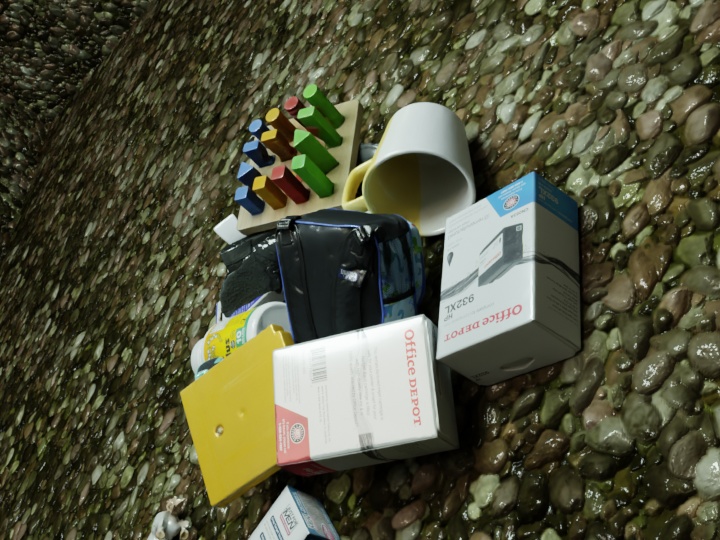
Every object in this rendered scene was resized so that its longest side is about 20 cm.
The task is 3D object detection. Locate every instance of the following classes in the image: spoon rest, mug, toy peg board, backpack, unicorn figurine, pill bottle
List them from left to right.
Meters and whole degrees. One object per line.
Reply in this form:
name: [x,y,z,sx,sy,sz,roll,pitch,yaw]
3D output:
unicorn figurine: [-0.326,0.445,1.433,0.200,0.074,0.137,-53,18,-17]
spoon rest: [-0.192,-0.031,1.541,0.099,0.200,0.061,-39,74,-5]
pill bottle: [-0.178,0.124,1.437,0.200,0.113,0.113,-21,48,46]
toy peg board: [-0.113,-0.179,1.407,0.199,0.098,0.200,-11,55,29]
backpack: [-0.004,0.023,1.206,0.183,0.147,0.200,7,106,39]
mug: [0.068,-0.154,1.269,0.150,0.186,0.153,88,-171,-45]

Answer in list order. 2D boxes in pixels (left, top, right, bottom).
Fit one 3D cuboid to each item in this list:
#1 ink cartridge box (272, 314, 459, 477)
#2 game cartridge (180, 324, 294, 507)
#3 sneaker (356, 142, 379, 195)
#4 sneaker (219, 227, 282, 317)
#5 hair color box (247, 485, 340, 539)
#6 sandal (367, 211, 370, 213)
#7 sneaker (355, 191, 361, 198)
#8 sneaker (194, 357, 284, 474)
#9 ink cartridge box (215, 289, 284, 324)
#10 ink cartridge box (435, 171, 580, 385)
ink cartridge box: [0.005,0.150,1.079,0.200,0.083,0.147,-14,63,19]
game cartridge: [-0.146,0.191,1.224,0.200,0.032,0.176,-35,60,24]
sneaker: [-0.004,-0.137,1.452,0.200,0.075,0.079,-26,46,57]
sneaker: [-0.142,-0.011,1.446,0.200,0.104,0.060,-24,13,-5]
hair color box: [-0.113,0.386,1.166,0.200,0.060,0.100,-55,31,8]
sandal: [0.006,0.001,1.334,0.082,0.050,0.203,12,89,38]
sneaker: [-0.037,-0.024,1.396,0.200,0.076,0.114,-61,32,4]
sneaker: [-0.173,0.224,1.343,0.078,0.140,0.200,-25,40,-23]
ink cartridge box: [-0.176,0.040,1.577,0.200,0.039,0.100,-40,35,27]
ink cartridge box: [0.168,0.011,1.051,0.145,0.084,0.200,-28,43,41]
